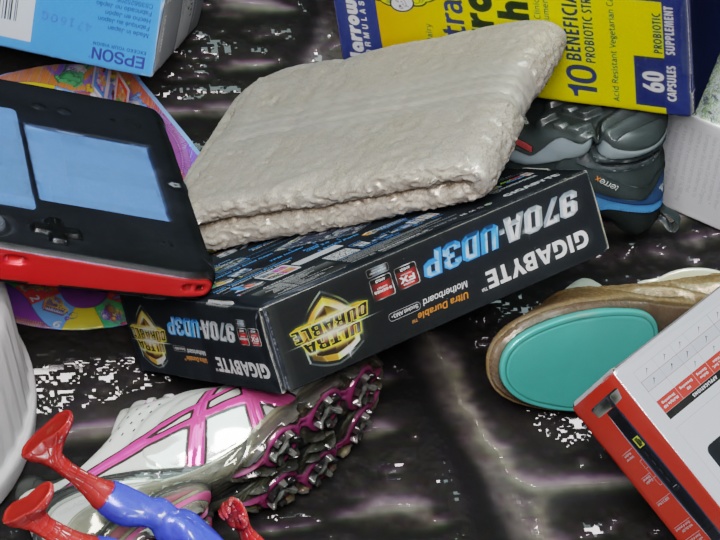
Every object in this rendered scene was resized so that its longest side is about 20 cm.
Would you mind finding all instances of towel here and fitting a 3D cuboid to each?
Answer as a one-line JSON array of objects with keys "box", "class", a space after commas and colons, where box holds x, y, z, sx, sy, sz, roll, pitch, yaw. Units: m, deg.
[{"box": [0.001, -0.067, 1.281, 0.199, 0.035, 0.133, -8, 36, 32], "class": "towel"}]

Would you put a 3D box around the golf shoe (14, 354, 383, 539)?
[{"box": [-0.075, 0.082, 1.214, 0.199, 0.073, 0.092, -32, 57, -30], "class": "golf shoe"}]

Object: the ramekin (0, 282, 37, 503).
[{"box": [-0.258, 0.042, 1.214, 0.201, 0.095, 0.203, 3, 47, -3], "class": "ramekin"}]

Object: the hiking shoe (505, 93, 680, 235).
[{"box": [0.074, -0.064, 1.361, 0.199, 0.087, 0.074, 13, 44, 28], "class": "hiking shoe"}]

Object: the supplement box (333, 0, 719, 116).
[{"box": [0.093, -0.167, 1.319, 0.199, 0.109, 0.110, 9, 44, 21], "class": "supplement box"}]

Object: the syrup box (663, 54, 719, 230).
[{"box": [0.185, -0.087, 1.391, 0.199, 0.082, 0.079, 24, 51, 14], "class": "syrup box"}]

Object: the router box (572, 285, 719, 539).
[{"box": [0.232, 0.078, 1.228, 0.200, 0.049, 0.180, -34, 82, -31], "class": "router box"}]

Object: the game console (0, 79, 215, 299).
[{"box": [-0.170, -0.049, 1.238, 0.176, 0.031, 0.200, 5, 27, -16], "class": "game console"}]

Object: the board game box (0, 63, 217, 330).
[{"box": [-0.157, -0.055, 1.349, 0.157, 0.039, 0.200, -23, 54, -25], "class": "board game box"}]

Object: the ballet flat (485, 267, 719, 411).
[{"box": [0.150, 0.027, 1.303, 0.199, 0.068, 0.072, -9, 29, -15], "class": "ballet flat"}]

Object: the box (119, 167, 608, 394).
[{"box": [0.000, 0.000, 1.251, 0.199, 0.046, 0.159, -23, 14, -28], "class": "box"}]

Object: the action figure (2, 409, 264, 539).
[{"box": [-0.066, 0.138, 1.125, 0.200, 0.052, 0.066, 37, 36, -27], "class": "action figure"}]

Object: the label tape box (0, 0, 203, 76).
[{"box": [-0.163, -0.173, 1.427, 0.142, 0.067, 0.200, 11, 16, 4], "class": "label tape box"}]
